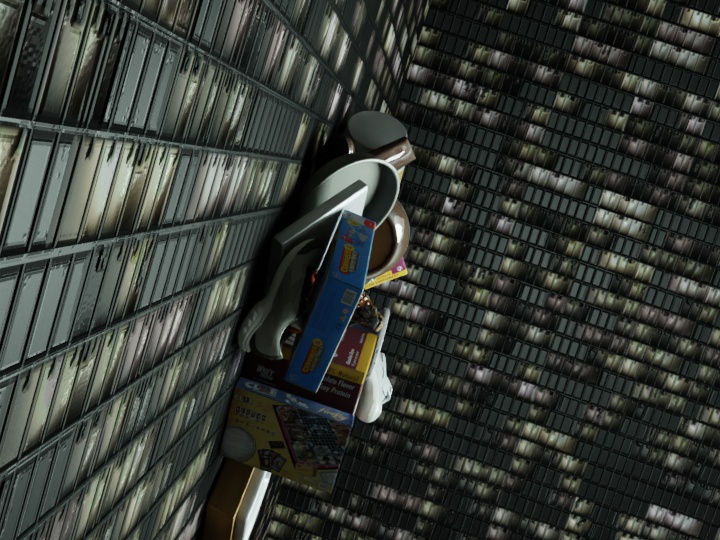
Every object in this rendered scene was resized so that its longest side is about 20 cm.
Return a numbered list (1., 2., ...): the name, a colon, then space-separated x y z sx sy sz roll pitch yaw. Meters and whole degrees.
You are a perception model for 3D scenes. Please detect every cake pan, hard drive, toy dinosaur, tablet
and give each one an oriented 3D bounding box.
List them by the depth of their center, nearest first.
1. hard drive: -0.070 -0.047 1.451 0.199 0.027 0.133 -38 155 -37
2. cake pan: -0.027 -0.114 1.526 0.198 0.037 0.202 -25 146 -19
3. toy dinosaur: -0.047 0.034 1.610 0.104 0.197 0.136 -69 162 -3
4. tablet: -0.004 0.148 1.707 0.200 0.013 0.132 -33 -143 63

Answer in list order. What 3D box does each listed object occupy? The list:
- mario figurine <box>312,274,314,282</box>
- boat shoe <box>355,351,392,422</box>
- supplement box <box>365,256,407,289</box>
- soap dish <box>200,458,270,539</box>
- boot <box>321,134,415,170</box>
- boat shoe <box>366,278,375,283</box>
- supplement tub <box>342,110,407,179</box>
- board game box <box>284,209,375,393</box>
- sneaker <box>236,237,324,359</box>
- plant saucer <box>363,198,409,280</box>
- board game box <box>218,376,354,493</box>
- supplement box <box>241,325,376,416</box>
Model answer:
1. mario figurine: -0.097 -0.016 1.802 0.200 0.104 0.126 -112 -177 -78
2. boat shoe: 0.025 0.208 1.682 0.073 0.068 0.201 -60 -161 20
3. supplement box: 0.007 -0.066 1.826 0.201 0.129 0.104 70 1 -50
4. soap dish: -0.215 0.392 1.643 0.202 0.080 0.159 -69 176 -46
5. boot: 0.024 -0.210 1.667 0.197 0.065 0.187 -22 165 -25
6. boat shoe: 0.000 0.000 1.750 0.202 0.062 0.072 99 -2 -45
7. supplement tub: 0.015 -0.204 1.869 0.202 0.142 0.146 106 3 -45
8. board game box: -0.045 0.044 1.403 0.197 0.055 0.202 -80 -168 -58
9. sneaker: -0.102 0.043 1.353 0.202 0.078 0.074 -61 167 -20
10. plant saucer: -0.009 -0.061 1.653 0.032 0.196 0.203 -86 -169 -58
11. board game box: -0.120 0.267 1.495 0.035 0.196 0.138 -66 175 -66
12. supplement box: -0.096 0.194 1.559 0.133 0.194 0.203 -67 174 -65
